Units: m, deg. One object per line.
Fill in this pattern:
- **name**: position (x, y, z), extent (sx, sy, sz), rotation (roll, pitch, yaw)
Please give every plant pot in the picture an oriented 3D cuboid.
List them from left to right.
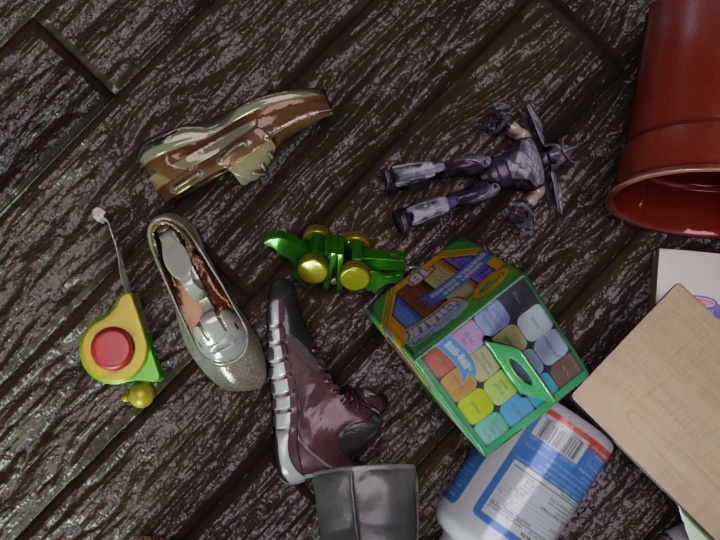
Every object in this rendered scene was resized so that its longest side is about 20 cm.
- **plant pot**: position (0.341, -0.152, 1.010), extent (0.200, 0.201, 0.196), rotation (7, 76, 1)

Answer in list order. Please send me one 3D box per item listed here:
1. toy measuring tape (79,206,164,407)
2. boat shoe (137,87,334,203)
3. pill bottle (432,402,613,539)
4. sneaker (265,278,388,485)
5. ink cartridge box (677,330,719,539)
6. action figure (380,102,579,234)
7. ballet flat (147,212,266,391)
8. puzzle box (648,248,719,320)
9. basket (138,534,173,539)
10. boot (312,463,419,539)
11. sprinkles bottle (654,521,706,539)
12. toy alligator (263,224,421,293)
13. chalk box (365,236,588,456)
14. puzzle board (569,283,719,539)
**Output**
- **toy measuring tape**: position (-0.250, 0.041, 1.045), extent (0.073, 0.074, 0.201), rotation (-19, 85, -2)
- **boat shoe**: position (-0.119, -0.122, 1.062), extent (0.199, 0.076, 0.074), rotation (-19, 90, 6)
- **pill bottle**: position (0.141, 0.217, 1.006), extent (0.112, 0.112, 0.200), rotation (35, 86, 3)
- **sneaker**: position (-0.032, 0.104, 1.043), extent (0.115, 0.076, 0.201), rotation (-4, 95, -5)
- **ink cartridge box**: position (0.347, 0.154, 1.018), extent (0.145, 0.048, 0.201), rotation (-17, 85, -1)
- **action figure**: position (0.125, -0.093, 1.058), extent (0.199, 0.069, 0.131), rotation (-17, 80, -5)
- **ballet flat**: position (-0.158, 0.035, 1.047), extent (0.067, 0.062, 0.201), rotation (-31, 86, -2)
- **puzzle box**: position (0.387, 0.052, 1.064), extent (0.199, 0.025, 0.134), rotation (6, 85, 1)
- **basket**: position (-0.165, 0.376, 1.016), extent (0.142, 0.149, 0.201), rotation (24, 84, -31)
- **boot**: position (-0.025, 0.281, 0.965), extent (0.181, 0.073, 0.201), rotation (-6, 79, -11)
- **sprinkles bottle**: position (0.244, 0.314, 1.018), extent (0.199, 0.068, 0.068), rotation (-27, 85, -2)
- **toy alligator**: position (0.000, 0.000, 1.060), extent (0.199, 0.059, 0.054), rotation (10, 129, -6)
- **chalk box**: position (0.109, 0.070, 0.961), extent (0.124, 0.200, 0.125), rotation (-37, 110, -3)
- **puzzle board**: position (0.316, 0.135, 0.991), extent (0.200, 0.017, 0.151), rotation (45, 85, 6)
